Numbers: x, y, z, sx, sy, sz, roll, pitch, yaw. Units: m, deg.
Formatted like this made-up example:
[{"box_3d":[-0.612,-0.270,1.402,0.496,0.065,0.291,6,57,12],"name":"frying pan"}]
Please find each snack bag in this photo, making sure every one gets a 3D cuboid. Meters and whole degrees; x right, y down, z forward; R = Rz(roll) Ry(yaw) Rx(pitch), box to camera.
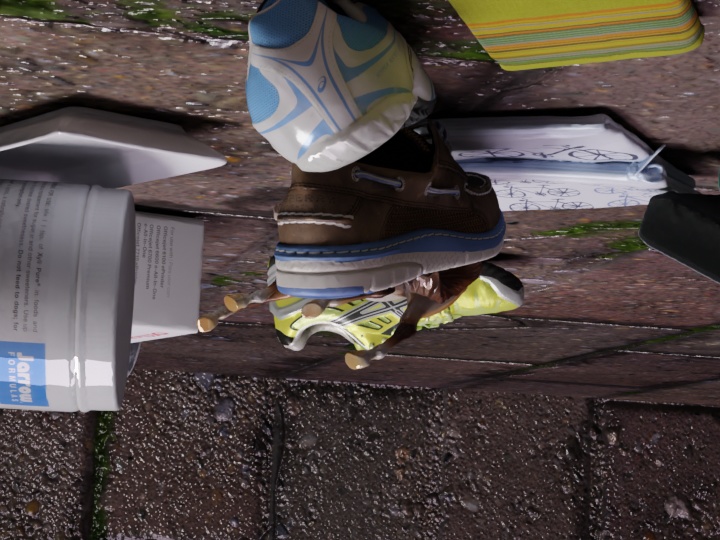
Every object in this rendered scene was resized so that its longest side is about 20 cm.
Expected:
[{"box_3d":[0.078,-0.056,1.100,0.187,0.022,0.200,0,172,22],"name":"snack bag"}]

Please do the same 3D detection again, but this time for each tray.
[{"box_3d":[-0.169,-0.065,1.118,0.107,0.022,0.199,9,170,-36],"name":"tray"}]

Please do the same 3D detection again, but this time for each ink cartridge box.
[{"box_3d":[-0.227,0.000,1.395,0.198,0.085,0.145,7,171,-31],"name":"ink cartridge box"}]

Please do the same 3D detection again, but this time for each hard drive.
[{"box_3d":[0.267,-0.003,1.108,0.199,0.033,0.139,1,-157,-44],"name":"hard drive"}]

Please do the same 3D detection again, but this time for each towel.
[{"box_3d":[0.073,-0.108,0.728,0.085,0.018,0.200,-5,170,14],"name":"towel"}]

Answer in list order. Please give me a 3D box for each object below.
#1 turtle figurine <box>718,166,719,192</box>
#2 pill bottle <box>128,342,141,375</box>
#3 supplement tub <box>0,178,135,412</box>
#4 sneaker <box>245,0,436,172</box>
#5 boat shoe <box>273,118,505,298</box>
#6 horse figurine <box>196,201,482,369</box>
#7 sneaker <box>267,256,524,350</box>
[{"box_3d":[0.280,-0.029,0.967,0.198,0.102,0.150,12,170,-21],"name":"turtle figurine"},{"box_3d":[-0.280,0.034,1.592,0.198,0.107,0.106,7,172,-28],"name":"pill bottle"},{"box_3d":[-0.231,0.011,1.138,0.198,0.133,0.132,3,173,-1],"name":"supplement tub"},{"box_3d":[-0.011,-0.082,0.822,0.071,0.073,0.200,-26,-176,2],"name":"sneaker"},{"box_3d":[0.022,-0.037,0.973,0.072,0.073,0.200,3,-170,21],"name":"boat shoe"},{"box_3d":[0.000,0.000,1.097,0.132,0.050,0.199,-32,-155,-34],"name":"horse figurine"},{"box_3d":[0.027,0.026,1.540,0.198,0.077,0.075,0,171,9],"name":"sneaker"}]
